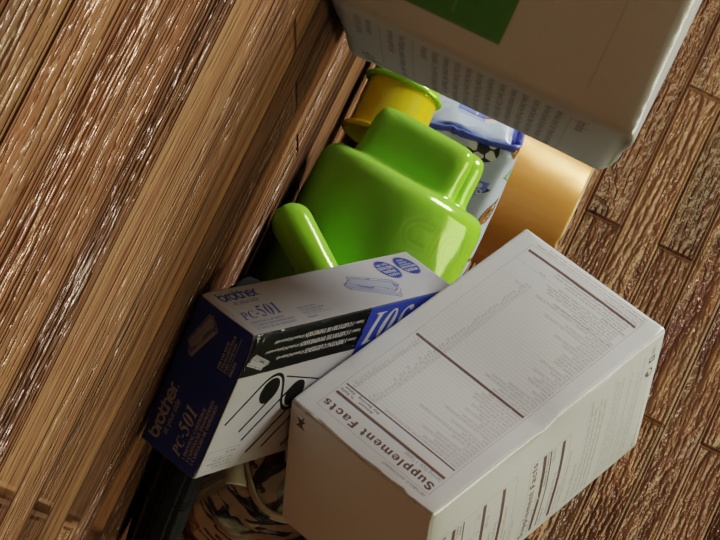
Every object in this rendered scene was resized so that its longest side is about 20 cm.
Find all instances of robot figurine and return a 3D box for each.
[{"bbox_3d":[0.000,0.000,1.397,0.201,0.115,0.175,-62,170,3],"label":"robot figurine"}]

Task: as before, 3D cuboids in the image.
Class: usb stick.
[{"bbox_3d":[-0.096,0.092,1.303,0.056,0.032,0.201,-64,177,-58],"label":"usb stick"}]

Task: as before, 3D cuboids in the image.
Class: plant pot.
[{"bbox_3d":[0.102,-0.088,1.914,0.200,0.182,0.201,26,90,-88],"label":"plant pot"}]

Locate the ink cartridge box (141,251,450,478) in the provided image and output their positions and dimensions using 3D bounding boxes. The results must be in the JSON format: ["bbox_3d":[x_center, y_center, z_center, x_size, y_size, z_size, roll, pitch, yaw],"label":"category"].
[{"bbox_3d":[-0.032,0.050,1.239,0.200,0.044,0.094,-12,132,-56],"label":"ink cartridge box"}]

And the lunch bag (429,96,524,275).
[{"bbox_3d":[0.067,-0.119,1.689,0.170,0.123,0.201,113,-11,-46],"label":"lunch bag"}]

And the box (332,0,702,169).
[{"bbox_3d":[0.103,-0.181,1.159,0.200,0.171,0.200,31,85,-88],"label":"box"}]

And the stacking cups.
[{"bbox_3d":[0.055,-0.174,1.516,0.061,0.060,0.201,105,10,-77],"label":"stacking cups"}]

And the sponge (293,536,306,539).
[{"bbox_3d":[-0.018,0.156,1.431,0.200,0.030,0.112,141,-32,-64],"label":"sponge"}]

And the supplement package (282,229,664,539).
[{"bbox_3d":[0.063,0.088,1.267,0.200,0.114,0.110,-34,148,-32],"label":"supplement package"}]

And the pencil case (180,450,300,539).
[{"bbox_3d":[-0.066,0.136,1.392,0.200,0.089,0.078,141,-42,-66],"label":"pencil case"}]
